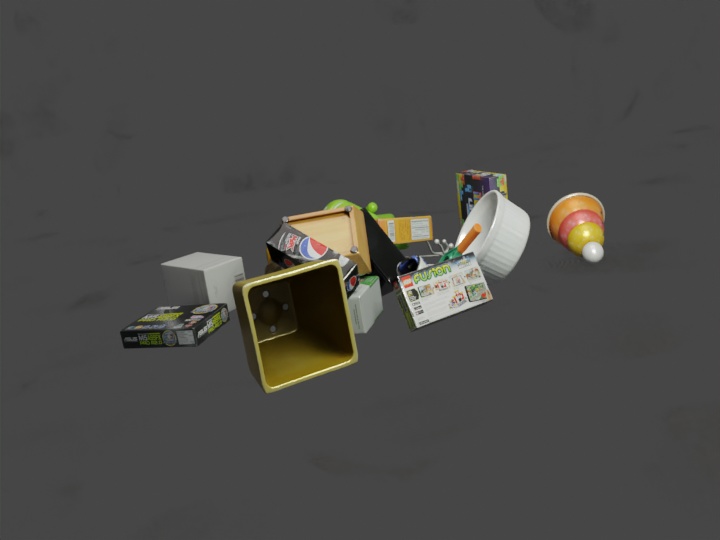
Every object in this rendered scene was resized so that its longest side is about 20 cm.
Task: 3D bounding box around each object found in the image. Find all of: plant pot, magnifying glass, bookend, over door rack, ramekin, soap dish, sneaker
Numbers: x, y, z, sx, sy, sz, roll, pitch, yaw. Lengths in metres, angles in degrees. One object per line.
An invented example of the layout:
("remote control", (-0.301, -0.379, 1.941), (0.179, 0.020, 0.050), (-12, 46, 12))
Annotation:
("plant pot", (-0.143, 0.091, 1.454), (0.190, 0.201, 0.199), (-15, 10, -23))
("magnifying glass", (0.214, -0.035, 1.731), (0.022, 0.201, 0.081), (25, 46, -12))
("bookend", (0.000, 0.000, 1.807), (0.091, 0.200, 0.201), (-22, -25, -41))
("over door rack", (0.174, -0.039, 1.938), (0.196, 0.068, 0.147), (-16, 16, -23))
("ramekin", (0.295, -0.068, 1.724), (0.096, 0.204, 0.201), (25, 10, -12))
("soap dish", (-0.083, -0.055, 1.665), (0.195, 0.082, 0.161), (-10, 58, 4))
("sneaker", (0.140, 0.016, 1.639), (0.079, 0.118, 0.198), (-18, 6, 38))

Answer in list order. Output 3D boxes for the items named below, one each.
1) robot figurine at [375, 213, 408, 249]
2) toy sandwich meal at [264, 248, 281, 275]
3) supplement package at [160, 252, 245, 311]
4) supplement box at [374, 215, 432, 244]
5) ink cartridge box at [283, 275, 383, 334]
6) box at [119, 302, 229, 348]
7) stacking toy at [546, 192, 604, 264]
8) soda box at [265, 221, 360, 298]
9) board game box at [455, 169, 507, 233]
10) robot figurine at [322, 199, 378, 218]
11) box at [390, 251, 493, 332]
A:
("robot figurine", (0.035, -0.091, 2.107), (0.195, 0.118, 0.177), (-7, 27, 10))
("toy sandwich meal", (-0.158, -0.034, 1.931), (0.200, 0.072, 0.206), (-14, -23, -6))
("supplement package", (-0.388, 0.032, 1.913), (0.197, 0.124, 0.118), (7, 21, 44))
("supplement box", (0.092, -0.097, 1.893), (0.066, 0.071, 0.197), (-2, 2, 45))
("ink cartridge box", (-0.066, 0.077, 1.635), (0.195, 0.085, 0.147), (-4, 16, 20))
("box", (-0.420, 0.125, 1.747), (0.195, 0.045, 0.160), (-3, 17, 20))
("stacking toy", (0.531, -0.076, 1.818), (0.142, 0.149, 0.202), (-8, 35, 4))
("soda box", (-0.096, -0.016, 1.552), (0.197, 0.071, 0.064), (29, 63, 24))
("board game box", (0.318, -0.151, 1.993), (0.055, 0.205, 0.165), (-12, 15, -21))
("robot figurine", (-0.024, -0.109, 1.981), (0.198, 0.118, 0.174), (28, 44, 34))
("box", (0.169, 0.041, 1.569), (0.196, 0.112, 0.035), (-17, -11, -27))
